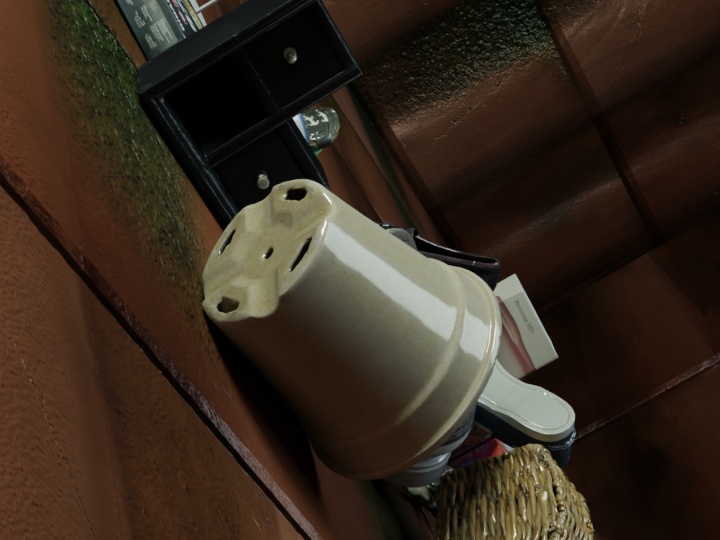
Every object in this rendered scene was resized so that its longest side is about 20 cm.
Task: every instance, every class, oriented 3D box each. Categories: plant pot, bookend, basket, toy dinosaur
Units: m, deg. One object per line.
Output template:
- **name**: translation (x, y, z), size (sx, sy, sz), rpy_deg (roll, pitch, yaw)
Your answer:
- **plant pot**: translation (-0.021, 0.032, 1.221), size (0.183, 0.200, 0.201), rpy_deg (42, 16, -34)
- **bookend**: translation (-0.071, -0.146, 1.427), size (0.201, 0.198, 0.092), rpy_deg (58, 5, -24)
- **basket**: translation (0.158, 0.282, 1.426), size (0.149, 0.142, 0.201), rpy_deg (56, 25, -28)
- **toy dinosaur**: translation (0.079, 0.238, 1.620), size (0.088, 0.047, 0.200), rpy_deg (48, 4, 15)

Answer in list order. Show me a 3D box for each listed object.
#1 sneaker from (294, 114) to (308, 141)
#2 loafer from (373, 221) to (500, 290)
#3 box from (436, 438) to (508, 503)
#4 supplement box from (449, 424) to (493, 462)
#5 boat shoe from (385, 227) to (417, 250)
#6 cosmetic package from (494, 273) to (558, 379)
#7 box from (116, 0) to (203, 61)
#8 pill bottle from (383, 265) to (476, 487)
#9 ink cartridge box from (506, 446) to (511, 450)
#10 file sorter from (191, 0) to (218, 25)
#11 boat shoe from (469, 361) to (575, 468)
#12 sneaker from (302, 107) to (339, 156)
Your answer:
- **sneaker**: translation (-0.078, -0.075, 1.624), size (0.202, 0.073, 0.082), rpy_deg (67, 30, -15)
- **loafer**: translation (0.067, -0.024, 1.772), size (0.198, 0.063, 0.072), rpy_deg (25, 28, 2)
- **box**: translation (0.149, 0.279, 1.737), size (0.100, 0.095, 0.201), rpy_deg (57, 8, -32)
- **supplement box**: translation (0.062, 0.126, 1.694), size (0.132, 0.103, 0.200), rpy_deg (64, 8, 27)
- **boat shoe**: translation (0.000, 0.000, 1.567), size (0.200, 0.073, 0.075), rpy_deg (-8, 89, -63)
- **cosmetic package**: translation (0.126, 0.101, 1.858), size (0.104, 0.199, 0.087), rpy_deg (59, 6, -10)
- **box**: translation (-0.223, -0.300, 1.572), size (0.201, 0.046, 0.159), rpy_deg (62, 7, 1)
- **pill bottle**: translation (0.058, 0.103, 1.440), size (0.111, 0.110, 0.201), rpy_deg (-111, -156, -50)
- **ink cartridge box**: translation (0.165, 0.246, 2.084), size (0.201, 0.075, 0.148), rpy_deg (63, 6, 4)
- **file sorter**: translation (-0.183, -0.365, 1.811), size (0.140, 0.124, 0.200), rpy_deg (64, 8, 31)
- **boat shoe**: translation (0.131, 0.129, 1.526), size (0.199, 0.075, 0.062), rpy_deg (27, -45, 33)
- **sneaker**: translation (-0.069, -0.131, 1.730), size (0.200, 0.076, 0.089), rpy_deg (10, -63, 67)
